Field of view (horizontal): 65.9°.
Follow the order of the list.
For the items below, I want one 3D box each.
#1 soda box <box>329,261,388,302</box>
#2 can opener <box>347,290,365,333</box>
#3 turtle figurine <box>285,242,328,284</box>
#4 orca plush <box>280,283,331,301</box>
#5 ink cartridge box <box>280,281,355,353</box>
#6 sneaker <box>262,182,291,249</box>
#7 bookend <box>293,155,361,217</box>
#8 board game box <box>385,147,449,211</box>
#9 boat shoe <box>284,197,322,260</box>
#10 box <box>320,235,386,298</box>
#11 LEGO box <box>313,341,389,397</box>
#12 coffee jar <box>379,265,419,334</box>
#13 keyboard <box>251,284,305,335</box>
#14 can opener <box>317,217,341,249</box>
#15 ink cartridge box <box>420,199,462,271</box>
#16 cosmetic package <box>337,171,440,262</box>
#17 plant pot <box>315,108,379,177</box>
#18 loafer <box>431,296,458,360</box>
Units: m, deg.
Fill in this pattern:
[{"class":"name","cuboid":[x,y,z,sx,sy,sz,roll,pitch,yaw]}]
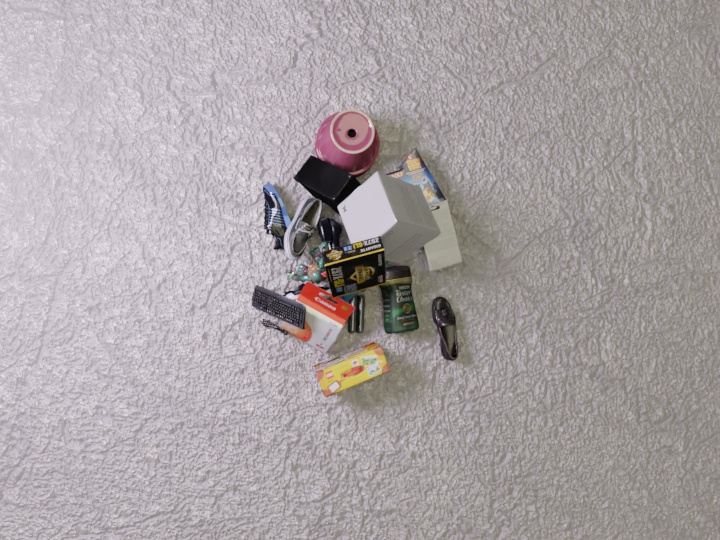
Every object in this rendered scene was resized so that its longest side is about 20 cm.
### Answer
[{"class":"soda box","cuboid":[0.000,0.000,1.628,0.064,0.068,0.200,38,69,20]},{"class":"can opener","cuboid":[-0.008,0.091,1.683,0.052,0.066,0.201,5,87,-20]},{"class":"turtle figurine","cuboid":[-0.139,-0.008,1.595,0.149,0.200,0.101,-33,100,-1]},{"class":"orca plush","cuboid":[-0.161,0.058,1.662,0.199,0.105,0.071,-22,56,4]},{"class":"ink cartridge box","cuboid":[-0.127,0.140,1.612,0.162,0.200,0.050,30,45,-5]},{"class":"sneaker","cuboid":[-0.260,-0.159,1.656,0.078,0.070,0.201,-24,92,-14]},{"class":"bookend","cuboid":[-0.063,-0.225,1.659,0.092,0.199,0.200,-53,139,-5]},{"class":"board game box","cuboid":[0.146,-0.263,1.711,0.199,0.062,0.201,-17,92,-6]},{"class":"boat shoe","cuboid":[-0.167,-0.127,1.625,0.072,0.071,0.201,24,73,-33]},{"class":"box","cuboid":[-0.014,-0.005,1.478,0.159,0.200,0.050,-14,63,-4]},{"class":"LEGO box","cuboid":[-0.030,0.287,1.631,0.199,0.149,0.077,-21,91,-8]},{"class":"coffee jar","cuboid":[0.113,0.087,1.682,0.104,0.085,0.201,-8,89,-25]},{"class":"keyboard","cuboid":[-0.241,0.128,1.616,0.199,0.021,0.128,20,117,30]},{"class":"can opener","cuboid":[-0.083,-0.064,1.679,0.078,0.063,0.201,-15,92,-27]},{"class":"ink cartridge box","cuboid":[0.235,-0.108,1.710,0.109,0.050,0.201,-16,100,-7]},{"class":"cosmetic package","cuboid":[0.078,-0.140,1.529,0.167,0.200,0.167,-37,61,33]},{"class":"plant pot","cuboid":[-0.032,-0.386,1.637,0.199,0.179,0.201,0,88,-8]},{"class":"loafer","cuboid":[0.270,0.179,1.714,0.072,0.063,0.201,-11,90,-7]}]
